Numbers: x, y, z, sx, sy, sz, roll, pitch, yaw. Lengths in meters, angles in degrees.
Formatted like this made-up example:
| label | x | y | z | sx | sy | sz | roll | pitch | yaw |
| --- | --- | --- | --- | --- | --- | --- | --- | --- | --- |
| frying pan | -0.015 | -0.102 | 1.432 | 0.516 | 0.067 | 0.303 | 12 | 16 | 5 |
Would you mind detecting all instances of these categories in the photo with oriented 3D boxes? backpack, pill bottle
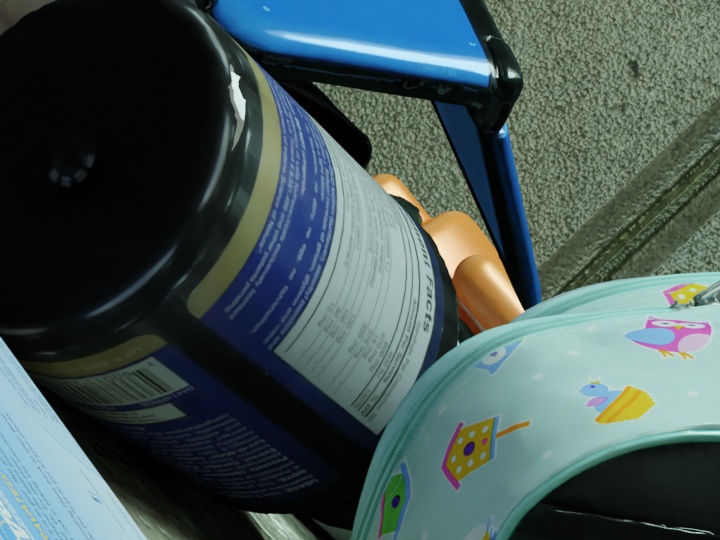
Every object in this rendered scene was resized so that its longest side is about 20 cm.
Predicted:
| label | x | y | z | sx | sy | sz | roll | pitch | yaw |
| --- | --- | --- | --- | --- | --- | --- | --- | --- | --- |
| backpack | 0.092 | 0.089 | 0.656 | 0.199 | 0.176 | 0.153 | -2 | 30 | -26 |
| pill bottle | -0.038 | 0.008 | 0.701 | 0.112 | 0.112 | 0.200 | 49 | 4 | 37 |

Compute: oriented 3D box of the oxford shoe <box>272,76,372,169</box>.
| label | x | y | z | sx | sy | sz | roll | pitch | yaw |
| --- | --- | --- | --- | --- | --- | --- | --- | --- | --- |
| oxford shoe | -0.080 | -0.065 | 0.868 | 0.200 | 0.071 | 0.072 | 4 | 10 | -44 |

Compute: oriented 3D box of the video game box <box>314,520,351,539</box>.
| label | x | y | z | sx | sy | sz | roll | pitch | yaw |
| --- | --- | --- | --- | --- | --- | --- | --- | --- | --- |
| video game box | -0.034 | 0.040 | 0.943 | 0.182 | 0.047 | 0.200 | 47 | 3 | -24 |

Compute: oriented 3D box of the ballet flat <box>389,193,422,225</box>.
| label | x | y | z | sx | sy | sz | roll | pitch | yaw |
| --- | --- | --- | --- | --- | --- | --- | --- | --- | --- |
| ballet flat | 0.000 | 0.000 | 0.902 | 0.069 | 0.069 | 0.200 | 46 | 4 | -6 |

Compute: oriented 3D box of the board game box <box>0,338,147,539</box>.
| label | x | y | z | sx | sy | sz | roll | pitch | yaw |
| --- | --- | --- | --- | --- | --- | --- | --- | --- | --- |
| board game box | -0.088 | 0.038 | 0.512 | 0.200 | 0.019 | 0.103 | 49 | 2 | 32 |

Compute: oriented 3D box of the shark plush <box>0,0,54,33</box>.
| label | x | y | z | sx | sy | sz | roll | pitch | yaw |
| --- | --- | --- | --- | --- | --- | --- | --- | --- | --- |
| shark plush | -0.119 | -0.114 | 0.821 | 0.200 | 0.091 | 0.083 | 49 | 7 | 33 |

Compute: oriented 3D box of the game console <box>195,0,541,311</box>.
| label | x | y | z | sx | sy | sz | roll | pitch | yaw |
| --- | --- | --- | --- | --- | --- | --- | --- | --- | --- |
| game console | -0.009 | -0.091 | 0.923 | 0.170 | 0.119 | 0.200 | 7 | 36 | -23 |

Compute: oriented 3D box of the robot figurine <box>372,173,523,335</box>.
| label | x | y | z | sx | sy | sz | roll | pitch | yaw |
| --- | --- | --- | --- | --- | --- | --- | --- | --- | --- |
| robot figurine | 0.042 | 0.053 | 1.122 | 0.200 | 0.144 | 0.117 | 52 | 19 | 4 |

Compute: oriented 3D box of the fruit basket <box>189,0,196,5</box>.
| label | x | y | z | sx | sy | sz | roll | pitch | yaw |
| --- | --- | --- | --- | --- | --- | --- | --- | --- | --- |
| fruit basket | -0.137 | -0.164 | 0.943 | 0.185 | 0.094 | 0.200 | 45 | 47 | -18 |
